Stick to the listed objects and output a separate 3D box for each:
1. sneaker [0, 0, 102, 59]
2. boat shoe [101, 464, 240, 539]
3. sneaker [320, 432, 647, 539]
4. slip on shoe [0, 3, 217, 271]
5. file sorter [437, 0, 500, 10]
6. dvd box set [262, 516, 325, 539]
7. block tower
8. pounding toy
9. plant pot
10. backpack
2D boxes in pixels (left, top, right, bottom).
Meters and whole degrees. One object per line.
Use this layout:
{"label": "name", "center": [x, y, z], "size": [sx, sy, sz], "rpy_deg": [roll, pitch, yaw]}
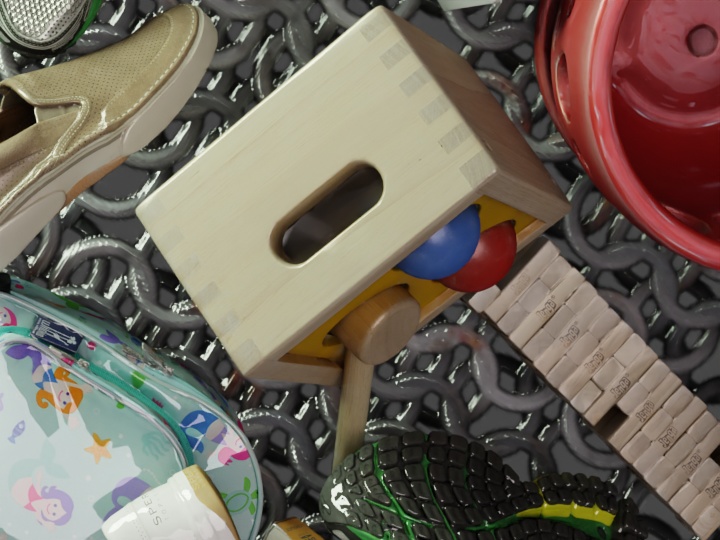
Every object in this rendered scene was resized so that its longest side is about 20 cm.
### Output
{"label": "sneaker", "center": [-0.154, -0.206, 1.119], "size": [0.077, 0.085, 0.202], "rpy_deg": [7, 97, -11]}
{"label": "boat shoe", "center": [-0.074, 0.193, 1.080], "size": [0.069, 0.071, 0.201], "rpy_deg": [-23, 109, -12]}
{"label": "sneaker", "center": [0.058, 0.147, 1.175], "size": [0.199, 0.078, 0.085], "rpy_deg": [20, 135, -34]}
{"label": "slip on shoe", "center": [-0.155, -0.076, 1.125], "size": [0.200, 0.076, 0.061], "rpy_deg": [-44, 116, -15]}
{"label": "file sorter", "center": [0.100, -0.242, 1.134], "size": [0.199, 0.139, 0.125], "rpy_deg": [-36, 99, -3]}
{"label": "dvd box set", "center": [0.003, 0.242, 1.131], "size": [0.199, 0.029, 0.147], "rpy_deg": [36, 111, 22]}
{"label": "block tower", "center": [0.139, 0.062, 1.226], "size": [0.200, 0.054, 0.058], "rpy_deg": [44, 89, -13]}
{"label": "pounding toy", "center": [0.000, 0.000, 1.119], "size": [0.200, 0.184, 0.143], "rpy_deg": [-39, 75, 12]}
{"label": "plant pot", "center": [0.189, -0.114, 1.136], "size": [0.199, 0.183, 0.202], "rpy_deg": [-2, 105, -8]}
{"label": "backpack", "center": [-0.150, 0.114, 1.140], "size": [0.199, 0.151, 0.178], "rpy_deg": [29, 92, -18]}
